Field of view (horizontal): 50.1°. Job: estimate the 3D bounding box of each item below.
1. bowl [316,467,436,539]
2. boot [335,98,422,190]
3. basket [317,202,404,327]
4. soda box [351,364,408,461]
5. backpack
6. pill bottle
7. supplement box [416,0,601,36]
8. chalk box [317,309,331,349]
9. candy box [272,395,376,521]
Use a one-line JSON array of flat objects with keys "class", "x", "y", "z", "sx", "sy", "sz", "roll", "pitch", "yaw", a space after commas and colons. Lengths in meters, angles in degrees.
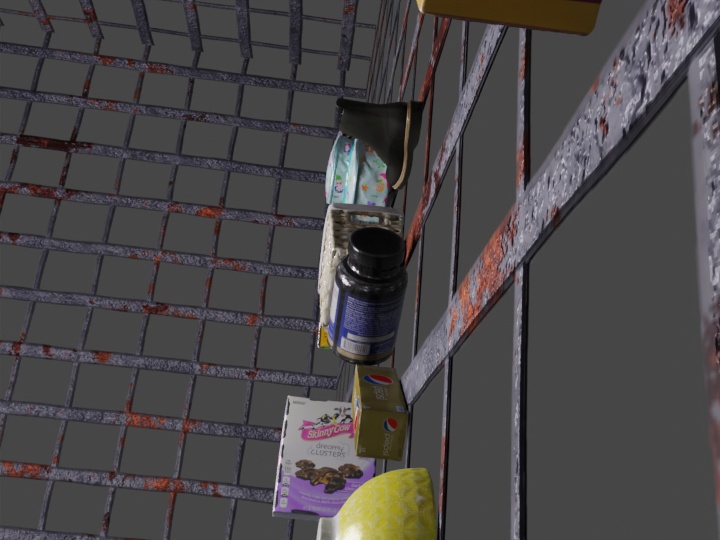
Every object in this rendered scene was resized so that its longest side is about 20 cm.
[{"class": "bowl", "x": 0.007, "y": 0.299, "z": 0.785, "sx": 0.200, "sy": 0.108, "sz": 0.200, "roll": -174, "pitch": 90, "yaw": -87}, {"class": "boot", "x": 0.023, "y": -0.217, "z": 1.291, "sx": 0.200, "sy": 0.138, "sz": 0.078, "roll": 99, "pitch": 176, "yaw": -56}, {"class": "basket", "x": 0.000, "y": 0.000, "z": 1.336, "sx": 0.123, "sy": 0.135, "sz": 0.200, "roll": -93, "pitch": 10, "yaw": -49}, {"class": "soda box", "x": 0.024, "y": 0.196, "z": 1.091, "sx": 0.200, "sy": 0.064, "sz": 0.068, "roll": -99, "pitch": 16, "yaw": -80}, {"class": "backpack", "x": 0.008, "y": -0.188, "z": 1.526, "sx": 0.200, "sy": 0.150, "sz": 0.178, "roll": -103, "pitch": 20, "yaw": -66}, {"class": "pill bottle", "x": 0.012, "y": 0.039, "z": 1.189, "sx": 0.112, "sy": 0.112, "sz": 0.200, "roll": -88, "pitch": 6, "yaw": -56}, {"class": "supplement box", "x": 0.092, "y": -0.251, "z": 0.430, "sx": 0.131, "sy": 0.103, "sz": 0.200, "roll": -88, "pitch": 5, "yaw": -59}, {"class": "chalk box", "x": -0.026, "y": 0.105, "z": 1.658, "sx": 0.200, "sy": 0.124, "sz": 0.125, "roll": 173, "pitch": 103, "yaw": -88}, {"class": "candy box", "x": -0.058, "y": 0.330, "z": 1.340, "sx": 0.072, "sy": 0.168, "sz": 0.200, "roll": 104, "pitch": 172, "yaw": -64}]
